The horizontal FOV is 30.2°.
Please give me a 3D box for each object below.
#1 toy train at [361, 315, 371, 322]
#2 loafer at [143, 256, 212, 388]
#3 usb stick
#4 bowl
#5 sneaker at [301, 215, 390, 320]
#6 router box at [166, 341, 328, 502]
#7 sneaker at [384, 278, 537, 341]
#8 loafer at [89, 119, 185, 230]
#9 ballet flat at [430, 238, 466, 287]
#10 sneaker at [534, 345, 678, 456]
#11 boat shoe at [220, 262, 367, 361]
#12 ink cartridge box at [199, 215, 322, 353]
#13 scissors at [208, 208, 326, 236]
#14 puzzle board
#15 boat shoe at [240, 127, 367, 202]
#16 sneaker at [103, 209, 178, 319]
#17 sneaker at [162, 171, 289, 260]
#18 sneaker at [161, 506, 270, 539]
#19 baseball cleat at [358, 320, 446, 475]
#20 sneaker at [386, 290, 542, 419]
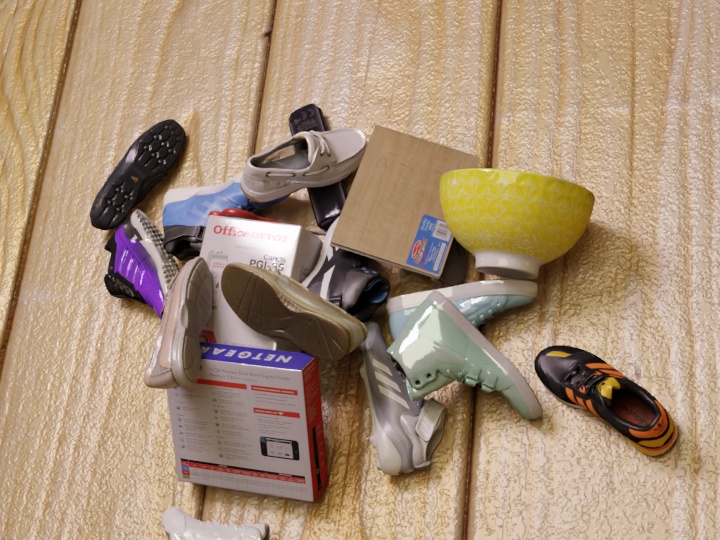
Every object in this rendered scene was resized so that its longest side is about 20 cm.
[{"bbox_3d":[-0.079,0.055,1.791,0.197,0.034,0.046,-7,61,17],"label":"toy train"},{"bbox_3d":[-0.229,0.062,1.657,0.062,0.072,0.202,-12,43,15],"label":"loafer"},{"bbox_3d":[-0.057,-0.147,1.882,0.055,0.033,0.202,-23,60,10],"label":"usb stick"},{"bbox_3d":[0.189,-0.050,1.662,0.197,0.200,0.109,5,81,22],"label":"bowl"},{"bbox_3d":[0.000,0.000,1.741,0.110,0.074,0.201,1,45,30],"label":"sneaker"},{"bbox_3d":[-0.144,0.188,1.679,0.197,0.049,0.182,5,112,22],"label":"router box"},{"bbox_3d":[0.133,0.061,1.701,0.197,0.074,0.083,-11,84,16],"label":"sneaker"},{"bbox_3d":[-0.331,-0.142,1.959,0.202,0.068,0.070,-56,20,-24],"label":"loafer"},{"bbox_3d":[0.090,-0.059,1.778,0.046,0.067,0.202,-46,51,42],"label":"ballet flat"},{"bbox_3d":[0.287,0.139,1.584,0.199,0.090,0.070,34,80,29],"label":"sneaker"},{"bbox_3d":[-0.085,0.046,1.659,0.199,0.063,0.074,24,115,23],"label":"boat shoe"},{"bbox_3d":[-0.145,0.038,1.751,0.144,0.083,0.203,7,79,22],"label":"ink cartridge box"},{"bbox_3d":[-0.109,-0.059,1.819,0.073,0.197,0.014,-18,64,63],"label":"scissors"},{"bbox_3d":[0.060,-0.091,1.750,0.149,0.017,0.202,18,59,5],"label":"puzzle board"},{"bbox_3d":[-0.070,-0.155,1.817,0.198,0.070,0.071,-26,62,-26],"label":"boat shoe"},{"bbox_3d":[-0.307,0.017,1.880,0.099,0.070,0.201,-35,55,9],"label":"sneaker"},{"bbox_3d":[-0.187,-0.068,1.865,0.197,0.077,0.113,-8,62,16],"label":"sneaker"},{"bbox_3d":[-0.160,0.347,1.667,0.199,0.078,0.100,34,73,21],"label":"sneaker"},{"bbox_3d":[0.053,0.156,1.685,0.105,0.070,0.203,-11,71,7],"label":"baseball cleat"},{"bbox_3d":[0.123,0.135,1.635,0.200,0.074,0.118,44,86,4],"label":"sneaker"}]
